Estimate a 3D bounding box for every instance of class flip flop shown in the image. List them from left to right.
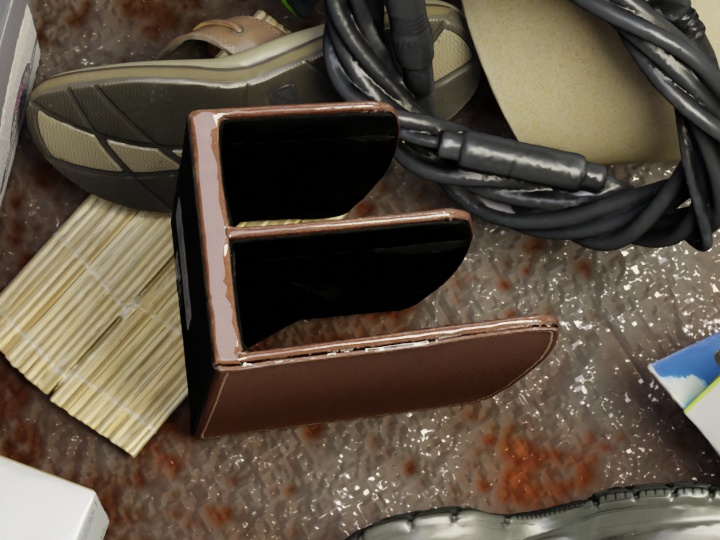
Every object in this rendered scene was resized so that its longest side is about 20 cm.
[{"bbox_3d":[-0.046,-0.082,1.296,0.199,0.081,0.058,-16,42,3],"label":"flip flop"}]

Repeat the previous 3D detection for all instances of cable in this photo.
[{"bbox_3d":[0.071,-0.076,1.208,0.200,0.163,0.051,50,40,-14],"label":"cable"}]

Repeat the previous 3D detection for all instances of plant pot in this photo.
[{"bbox_3d":[0.150,-0.124,1.271,0.199,0.187,0.188,-22,74,12],"label":"plant pot"}]

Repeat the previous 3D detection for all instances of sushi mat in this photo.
[{"bbox_3d":[-0.073,-0.018,1.318,0.096,0.012,0.200,39,79,10],"label":"sushi mat"}]

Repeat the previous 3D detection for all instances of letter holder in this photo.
[{"bbox_3d":[0.000,0.000,1.207,0.142,0.200,0.101,-5,80,-6],"label":"letter holder"}]

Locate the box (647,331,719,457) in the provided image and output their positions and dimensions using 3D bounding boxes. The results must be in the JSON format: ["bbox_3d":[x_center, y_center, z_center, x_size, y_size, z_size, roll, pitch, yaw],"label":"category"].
[{"bbox_3d":[0.222,0.092,1.233,0.122,0.048,0.200,-21,69,-50],"label":"box"}]

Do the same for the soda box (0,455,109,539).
[{"bbox_3d":[-0.174,0.177,1.240,0.068,0.064,0.201,20,75,6],"label":"soda box"}]

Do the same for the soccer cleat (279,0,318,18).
[{"bbox_3d":[0.048,-0.165,1.321,0.199,0.068,0.081,-21,44,2],"label":"soccer cleat"}]

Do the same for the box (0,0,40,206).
[{"bbox_3d":[-0.213,-0.034,1.265,0.114,0.132,0.201,14,75,1],"label":"box"}]

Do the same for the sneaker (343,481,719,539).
[{"bbox_3d":[0.093,0.138,1.251,0.199,0.076,0.091,-8,84,6],"label":"sneaker"}]
